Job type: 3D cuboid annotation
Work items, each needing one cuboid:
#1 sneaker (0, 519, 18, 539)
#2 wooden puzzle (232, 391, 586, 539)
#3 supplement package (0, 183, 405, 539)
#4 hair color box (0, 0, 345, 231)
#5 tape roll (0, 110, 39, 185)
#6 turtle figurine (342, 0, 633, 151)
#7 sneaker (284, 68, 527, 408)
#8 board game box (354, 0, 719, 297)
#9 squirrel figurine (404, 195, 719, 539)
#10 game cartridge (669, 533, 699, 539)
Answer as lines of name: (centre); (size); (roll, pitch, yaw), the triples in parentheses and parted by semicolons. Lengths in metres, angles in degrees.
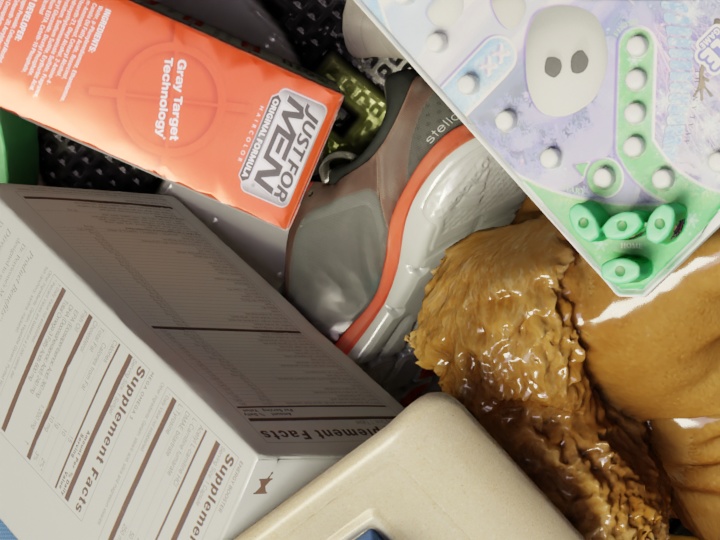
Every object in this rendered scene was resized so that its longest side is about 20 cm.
sneaker: (-0.127, 0.147, 1.002); (0.089, 0.200, 0.079); (-24, 124, -21)
wooden puzzle: (0.010, 0.169, 0.856); (0.200, 0.046, 0.185); (-39, 109, 11)
supplement package: (-0.080, 0.063, 0.951); (0.200, 0.113, 0.110); (41, 116, 38)
hair color box: (-0.109, -0.085, 0.932); (0.199, 0.102, 0.062); (23, 96, -4)
tape roll: (-0.243, -0.052, 1.031); (0.199, 0.048, 0.202); (3, 107, 10)
turtle figurine: (0.088, -0.136, 0.911); (0.193, 0.144, 0.202); (11, 93, 26)
sneaker: (0.000, 0.000, 1.002); (0.082, 0.077, 0.201); (47, 120, 28)
board game box: (0.097, -0.128, 0.816); (0.200, 0.026, 0.200); (-45, 77, 16)
squirrel figurine: (0.118, 0.051, 0.937); (0.199, 0.141, 0.188); (-30, 123, -18)
game cartridge: (0.096, 0.195, 0.974); (0.198, 0.032, 0.178); (6, 69, -7)
